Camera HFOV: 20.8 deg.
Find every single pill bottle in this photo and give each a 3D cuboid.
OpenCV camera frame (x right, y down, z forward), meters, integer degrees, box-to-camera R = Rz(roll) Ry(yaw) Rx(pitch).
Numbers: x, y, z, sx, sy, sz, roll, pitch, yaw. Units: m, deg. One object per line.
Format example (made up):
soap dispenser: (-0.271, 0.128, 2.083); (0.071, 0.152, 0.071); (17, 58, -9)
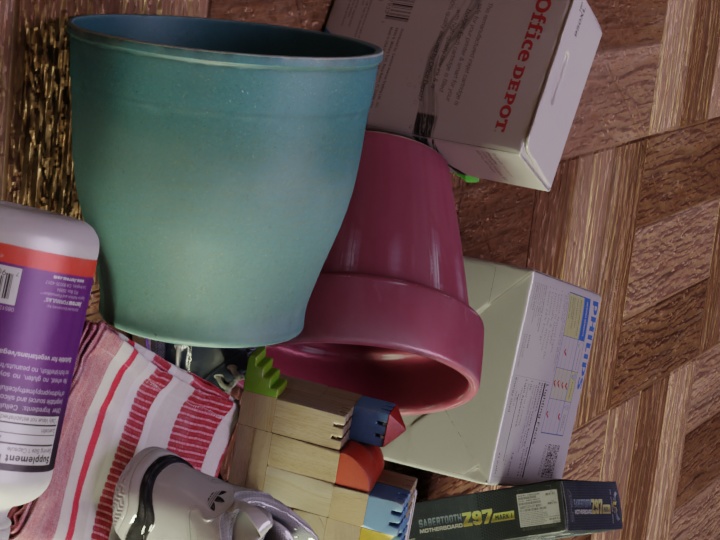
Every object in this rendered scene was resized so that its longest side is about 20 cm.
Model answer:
pill bottle: (-0.223, 0.060, 1.137); (0.112, 0.112, 0.202); (9, 94, -64)

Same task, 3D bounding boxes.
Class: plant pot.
plant pot: (0.000, 0.000, 1.496); (0.200, 0.198, 0.181); (44, 47, -60)
plant pot: (-0.092, -0.056, 1.243); (0.200, 0.198, 0.190); (-16, 115, -61)

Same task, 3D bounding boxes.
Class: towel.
towel: (-0.147, 0.126, 1.270); (0.200, 0.023, 0.145); (37, 68, -58)

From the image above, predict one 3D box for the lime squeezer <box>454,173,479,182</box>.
lime squeezer: (0.059, -0.119, 1.687); (0.200, 0.070, 0.038); (-91, 163, -67)

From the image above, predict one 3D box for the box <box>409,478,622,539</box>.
box: (0.125, 0.231, 1.817); (0.157, 0.198, 0.052); (14, 67, -62)

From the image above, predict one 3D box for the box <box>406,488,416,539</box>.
box: (-0.050, 0.204, 1.548); (0.200, 0.116, 0.061); (-12, 112, -63)

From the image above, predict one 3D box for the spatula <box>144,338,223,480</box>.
spatula: (-0.121, 0.124, 1.380); (0.201, 0.020, 0.057); (65, 9, -45)

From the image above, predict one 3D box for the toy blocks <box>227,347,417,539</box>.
toy blocks: (-0.024, 0.163, 1.374); (0.100, 0.135, 0.202); (-44, 146, -71)

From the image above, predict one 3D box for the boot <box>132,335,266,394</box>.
boot: (-0.110, 0.071, 1.395); (0.073, 0.090, 0.201); (-47, 141, -46)

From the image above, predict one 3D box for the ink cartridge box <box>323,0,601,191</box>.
ink cartridge box: (0.071, -0.157, 1.532); (0.084, 0.198, 0.146); (42, 65, -60)

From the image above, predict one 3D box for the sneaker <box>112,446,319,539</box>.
sneaker: (-0.085, 0.204, 1.275); (0.075, 0.114, 0.201); (-53, 144, -34)

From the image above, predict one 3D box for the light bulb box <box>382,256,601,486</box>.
light bulb box: (0.121, 0.095, 1.833); (0.200, 0.124, 0.200); (17, 86, -65)
